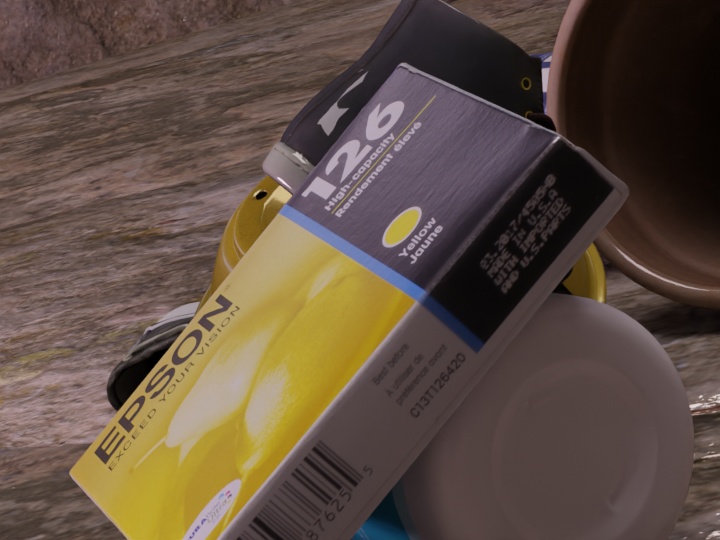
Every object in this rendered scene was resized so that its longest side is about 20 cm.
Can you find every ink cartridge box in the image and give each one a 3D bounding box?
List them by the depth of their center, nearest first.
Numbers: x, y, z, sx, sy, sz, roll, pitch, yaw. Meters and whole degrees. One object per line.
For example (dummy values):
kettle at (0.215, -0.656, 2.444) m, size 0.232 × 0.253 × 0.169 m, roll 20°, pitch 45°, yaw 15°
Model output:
ink cartridge box at (-0.019, 0.018, 1.043) m, size 0.198 × 0.047 × 0.200 m, roll -52°, pitch 26°, yaw -3°

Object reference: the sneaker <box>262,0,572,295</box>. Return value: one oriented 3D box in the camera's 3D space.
sneaker at (0.069, -0.022, 1.192) m, size 0.106 × 0.200 × 0.075 m, roll -52°, pitch 5°, yaw 1°

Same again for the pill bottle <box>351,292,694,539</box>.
pill bottle at (0.027, 0.058, 1.094) m, size 0.111 × 0.111 × 0.200 m, roll -20°, pitch 12°, yaw -26°

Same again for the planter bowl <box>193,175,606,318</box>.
planter bowl at (0.000, 0.000, 1.288) m, size 0.200 × 0.083 × 0.200 m, roll -15°, pitch 36°, yaw 11°

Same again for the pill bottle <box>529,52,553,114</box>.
pill bottle at (0.124, -0.065, 1.594) m, size 0.200 × 0.111 × 0.111 m, roll -4°, pitch 15°, yaw 43°

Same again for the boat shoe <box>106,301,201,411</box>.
boat shoe at (-0.029, 0.041, 1.386) m, size 0.200 × 0.071 × 0.064 m, roll -14°, pitch 12°, yaw 32°

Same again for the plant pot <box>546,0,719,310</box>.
plant pot at (0.218, -0.081, 1.422) m, size 0.200 × 0.200 × 0.175 m, roll -6°, pitch -3°, yaw 36°
